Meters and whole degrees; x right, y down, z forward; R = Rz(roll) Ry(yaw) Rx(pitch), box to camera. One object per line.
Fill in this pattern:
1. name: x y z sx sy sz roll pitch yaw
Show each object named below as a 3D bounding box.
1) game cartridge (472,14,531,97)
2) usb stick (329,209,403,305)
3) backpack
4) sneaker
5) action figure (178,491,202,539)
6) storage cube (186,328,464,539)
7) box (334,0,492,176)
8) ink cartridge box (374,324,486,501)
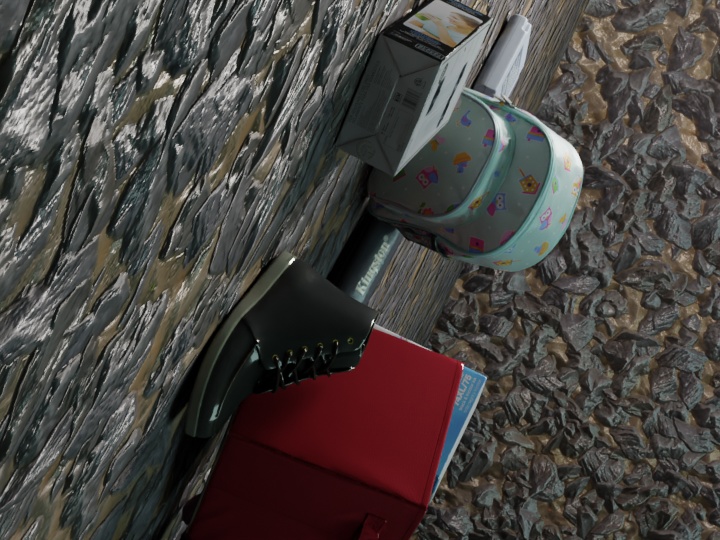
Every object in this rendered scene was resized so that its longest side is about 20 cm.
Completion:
1. game cartridge: 0.193 -0.269 2.182 0.133 0.042 0.200 -58 172 -9
2. usb stick: 0.000 0.000 1.693 0.033 0.055 0.200 1 -122 55
3. backpack: 0.120 -0.096 1.606 0.176 0.200 0.153 -63 151 -3
4. sneaker: -0.062 0.073 1.277 0.200 0.106 0.075 -58 171 -39
5. action figure: -0.147 0.253 1.439 0.200 0.134 0.149 -60 148 -19
6. storage cube: -0.031 0.160 1.386 0.171 0.180 0.200 115 -5 -46
7. box: 0.051 -0.171 1.400 0.117 0.060 0.200 -67 172 26
8. ink cartridge box: 0.032 0.171 1.930 0.146 0.200 0.147 -62 173 -19
